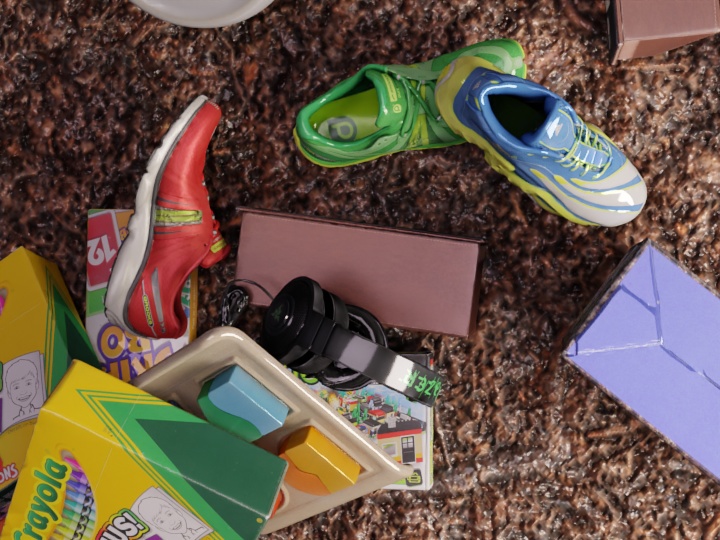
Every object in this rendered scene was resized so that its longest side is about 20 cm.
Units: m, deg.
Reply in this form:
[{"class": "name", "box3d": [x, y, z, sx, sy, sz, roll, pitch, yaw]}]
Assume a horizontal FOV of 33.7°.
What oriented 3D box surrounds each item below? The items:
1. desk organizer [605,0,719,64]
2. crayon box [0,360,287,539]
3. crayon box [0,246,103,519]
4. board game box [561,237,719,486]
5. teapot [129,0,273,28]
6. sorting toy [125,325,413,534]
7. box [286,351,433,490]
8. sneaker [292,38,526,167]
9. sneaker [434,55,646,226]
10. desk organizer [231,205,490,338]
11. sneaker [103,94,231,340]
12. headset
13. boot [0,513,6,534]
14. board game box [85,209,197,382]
[{"class": "desk organizer", "box3d": [0.226, -0.271, 0.920, 0.076, 0.072, 0.203, -4, 88, 8]}, {"class": "crayon box", "box3d": [-0.168, 0.182, 0.884, 0.171, 0.059, 0.201, 25, 130, -4]}, {"class": "crayon box", "box3d": [-0.315, 0.110, 0.995, 0.199, 0.058, 0.174, -34, 69, 9]}, {"class": "board game box", "box3d": [0.233, 0.066, 0.853, 0.159, 0.200, 0.097, 39, 96, 9]}, {"class": "teapot", "box3d": [-0.126, -0.303, 0.955, 0.197, 0.147, 0.200, -35, 113, 32]}, {"class": "sorting toy", "box3d": [-0.087, 0.133, 0.893, 0.199, 0.037, 0.184, 38, 135, -23]}, {"class": "box", "box3d": [-0.039, 0.121, 0.982, 0.197, 0.035, 0.112, 0, 89, 10]}, {"class": "sneaker", "box3d": [0.040, -0.130, 0.949, 0.197, 0.084, 0.075, -19, 85, 8]}, {"class": "sneaker", "box3d": [0.145, -0.087, 0.895, 0.198, 0.105, 0.076, 28, 97, -16]}, {"class": "desk organizer", "box3d": [0.000, 0.000, 0.961, 0.197, 0.072, 0.078, 8, 93, 10]}, {"class": "sneaker", "box3d": [-0.142, -0.040, 0.969, 0.084, 0.077, 0.203, 18, 97, -2]}, {"class": "headset", "box3d": [-0.034, 0.062, 0.882, 0.198, 0.123, 0.095, 25, 86, 34]}, {"class": "boot", "box3d": [-0.274, 0.288, 1.004, 0.106, 0.075, 0.203, -9, 79, 12]}, {"class": "board game box", "box3d": [-0.187, 0.050, 1.014, 0.094, 0.030, 0.203, 1, 91, 10]}]
